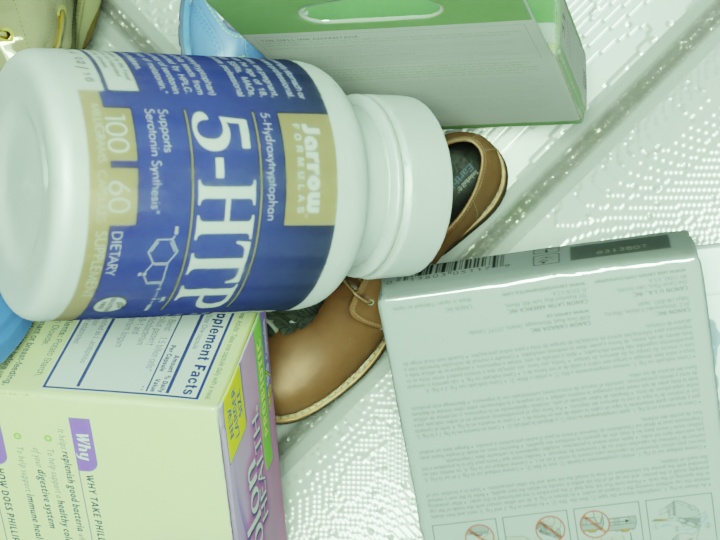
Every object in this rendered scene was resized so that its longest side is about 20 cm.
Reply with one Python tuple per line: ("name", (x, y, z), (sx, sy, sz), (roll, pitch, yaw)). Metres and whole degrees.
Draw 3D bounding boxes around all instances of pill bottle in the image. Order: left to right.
("pill bottle", (-0.064, -0.039, 0.697), (0.199, 0.120, 0.120), (-2, 82, -29))

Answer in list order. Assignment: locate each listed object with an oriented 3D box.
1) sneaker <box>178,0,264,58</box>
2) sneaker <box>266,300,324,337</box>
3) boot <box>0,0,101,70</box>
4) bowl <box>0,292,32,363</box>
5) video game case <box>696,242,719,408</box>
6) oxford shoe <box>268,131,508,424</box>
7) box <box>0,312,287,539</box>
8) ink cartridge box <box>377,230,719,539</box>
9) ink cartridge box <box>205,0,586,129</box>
("sneaker", (-0.048, -0.158, 0.823), (0.082, 0.074, 0.201), (-4, 83, 29))
("sneaker", (-0.095, -0.037, 0.814), (0.200, 0.078, 0.090), (30, 79, 27))
("boot", (-0.207, -0.137, 0.791), (0.073, 0.155, 0.201), (-6, 63, 26))
("bowl", (-0.257, 0.016, 0.719), (0.200, 0.201, 0.040), (-4, 122, 8))
("video game case", (0.140, 0.091, 0.797), (0.181, 0.024, 0.201), (-6, 88, 8))
("oxford shoe", (0.000, 0.000, 0.813), (0.071, 0.071, 0.200), (40, 93, 8))
("box", (-0.147, 0.104, 0.769), (0.199, 0.097, 0.177), (3, 123, 10))
("ink cartridge box", (0.103, 0.089, 0.776), (0.162, 0.057, 0.201), (-8, 110, 9))
("ink cartridge box", (0.025, -0.117, 0.726), (0.145, 0.200, 0.048), (0, 76, 16))
